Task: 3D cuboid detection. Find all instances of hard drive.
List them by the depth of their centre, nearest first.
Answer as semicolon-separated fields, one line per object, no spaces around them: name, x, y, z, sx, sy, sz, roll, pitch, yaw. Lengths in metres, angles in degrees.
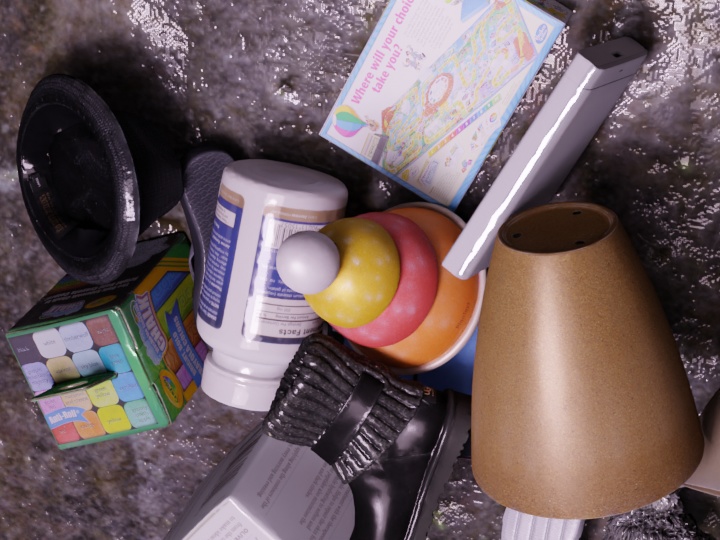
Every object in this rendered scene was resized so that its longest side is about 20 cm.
hard drive;0.146;-0.089;1.331;0.027;0.132;0.201;39;116;13

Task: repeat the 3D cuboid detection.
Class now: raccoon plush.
raccoon plush;0.218;0.231;1.479;0.200;0.097;0.134;-37;98;-2

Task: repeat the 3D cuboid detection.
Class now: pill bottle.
pill bottle;-0.081;0.013;1.465;0.110;0.111;0.201;15;106;11

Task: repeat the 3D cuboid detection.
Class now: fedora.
fedora;-0.218;-0.085;1.475;0.200;0.091;0.202;21;118;48

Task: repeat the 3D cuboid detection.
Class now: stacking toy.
stacking toy;0.000;0.000;1.355;0.145;0.200;0.147;-7;76;30

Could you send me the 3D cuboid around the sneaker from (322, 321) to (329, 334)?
sneaker;0.028;0.118;1.533;0.199;0.074;0.116;33;124;12

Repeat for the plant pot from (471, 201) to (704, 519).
plant pot;0.163;0.056;1.308;0.185;0.187;0.201;-2;116;20

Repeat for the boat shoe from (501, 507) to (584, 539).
boat shoe;0.166;0.261;1.557;0.072;0.071;0.201;19;101;24

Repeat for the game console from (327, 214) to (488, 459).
game console;0.055;0.057;1.458;0.176;0.031;0.202;5;88;13

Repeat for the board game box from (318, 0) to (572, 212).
board game box;0.067;-0.161;1.392;0.134;0.034;0.201;31;122;1

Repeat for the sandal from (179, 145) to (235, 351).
sandal;-0.124;-0.018;1.523;0.043;0.076;0.202;31;132;56

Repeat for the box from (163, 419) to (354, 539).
box;-0.076;0.258;1.562;0.171;0.199;0.200;41;123;-5

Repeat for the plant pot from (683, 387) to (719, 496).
plant pot;0.365;0.131;1.369;0.199;0.200;0.135;14;85;12

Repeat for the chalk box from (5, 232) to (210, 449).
chalk box;-0.222;0.073;1.516;0.124;0.200;0.125;-12;112;25

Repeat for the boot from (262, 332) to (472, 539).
boot;-0.014;0.163;1.404;0.157;0.079;0.212;18;106;-12
